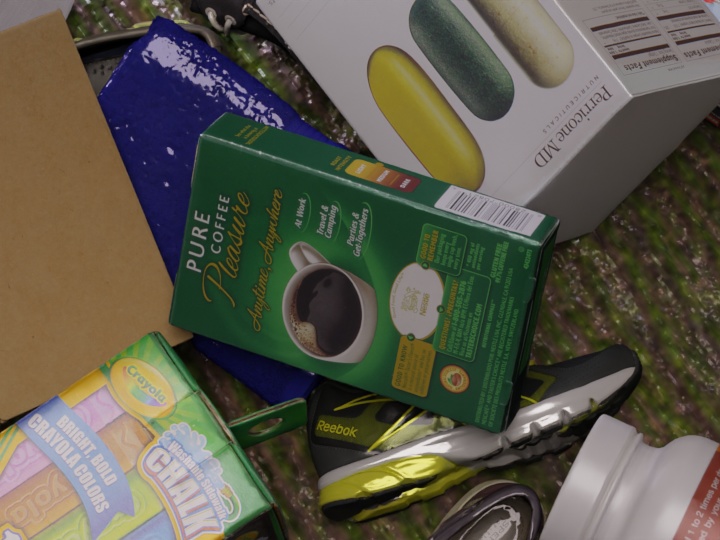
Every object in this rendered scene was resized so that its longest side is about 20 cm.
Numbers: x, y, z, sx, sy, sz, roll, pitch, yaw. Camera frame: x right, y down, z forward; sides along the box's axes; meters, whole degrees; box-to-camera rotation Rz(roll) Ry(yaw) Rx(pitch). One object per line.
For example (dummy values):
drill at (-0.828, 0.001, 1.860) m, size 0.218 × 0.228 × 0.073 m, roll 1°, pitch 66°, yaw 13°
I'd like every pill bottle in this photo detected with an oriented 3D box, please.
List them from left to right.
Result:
pill bottle at (0.203, 0.159, 1.460) m, size 0.199 × 0.112 × 0.113 m, roll 26°, pitch 76°, yaw 9°

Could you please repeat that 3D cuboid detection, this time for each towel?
towel at (-0.075, -0.032, 1.531) m, size 0.200 × 0.050 × 0.148 m, roll 36°, pitch 101°, yaw 1°

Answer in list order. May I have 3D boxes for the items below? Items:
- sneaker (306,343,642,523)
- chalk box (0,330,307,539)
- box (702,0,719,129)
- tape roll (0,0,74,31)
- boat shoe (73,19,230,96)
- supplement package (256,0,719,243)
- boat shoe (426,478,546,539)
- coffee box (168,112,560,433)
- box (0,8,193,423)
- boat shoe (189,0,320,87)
sneaker at (0.060, 0.071, 1.511) m, size 0.199 × 0.075 × 0.085 m, roll -20°, pitch 73°, yaw -4°
chalk box at (-0.119, 0.122, 1.479) m, size 0.199 × 0.125 × 0.124 m, roll -34°, pitch 75°, yaw -9°
box at (0.170, -0.183, 1.602) m, size 0.200 × 0.035 × 0.110 m, roll 35°, pitch 78°, yaw 11°
tape roll at (-0.261, -0.193, 1.535) m, size 0.199 × 0.066 × 0.202 m, roll -7°, pitch 108°, yaw -21°
boat shoe at (-0.173, -0.100, 1.577) m, size 0.201 × 0.060 × 0.072 m, roll -17°, pitch 75°, yaw -3°
supplement package at (0.081, -0.132, 1.501) m, size 0.200 × 0.150 × 0.152 m, roll 53°, pitch 123°, yaw 14°
boat shoe at (0.034, 0.197, 1.480) m, size 0.072 × 0.065 × 0.200 m, roll 38°, pitch 80°, yaw 9°
coffee box at (0.000, 0.000, 1.451) m, size 0.199 × 0.044 × 0.124 m, roll 17°, pitch 118°, yaw 13°
box at (-0.201, -0.023, 1.480) m, size 0.163 × 0.021 × 0.201 m, roll -23°, pitch 94°, yaw -18°
boat shoe at (-0.080, -0.176, 1.590) m, size 0.060 × 0.074 × 0.200 m, roll -40°, pitch 82°, yaw 0°
